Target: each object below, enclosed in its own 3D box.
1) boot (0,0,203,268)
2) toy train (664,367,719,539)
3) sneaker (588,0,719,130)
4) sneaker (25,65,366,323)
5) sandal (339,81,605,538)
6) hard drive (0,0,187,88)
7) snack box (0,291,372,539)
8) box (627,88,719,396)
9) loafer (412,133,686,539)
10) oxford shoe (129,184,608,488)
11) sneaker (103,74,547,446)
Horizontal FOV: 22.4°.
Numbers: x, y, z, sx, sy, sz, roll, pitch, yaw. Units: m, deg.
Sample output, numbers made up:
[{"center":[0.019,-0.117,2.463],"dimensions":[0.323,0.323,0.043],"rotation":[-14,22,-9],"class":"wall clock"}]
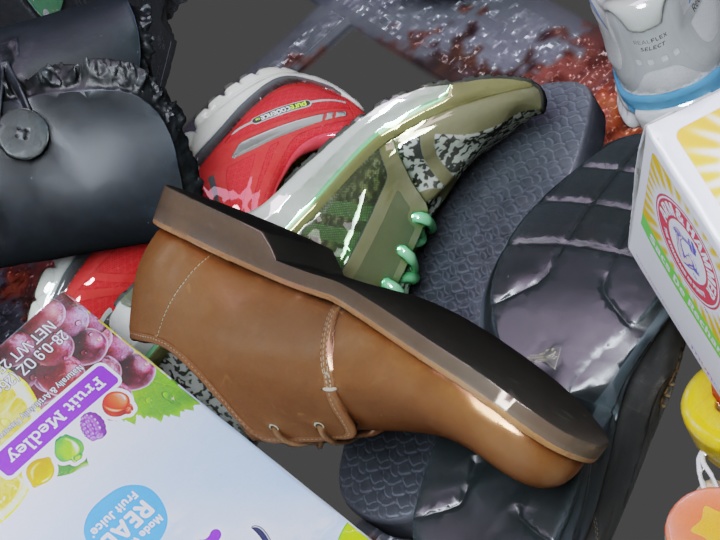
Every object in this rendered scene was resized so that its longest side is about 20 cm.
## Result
[{"center":[-0.142,-0.009,0.716],"dimensions":[0.168,0.076,0.200],"rotation":[-9,75,-14],"class":"boot"},{"center":[0.171,0.061,0.613],"dimensions":[0.150,0.056,0.200],"rotation":[9,60,34],"class":"toy train"},{"center":[0.125,-0.157,0.790],"dimensions":[0.075,0.087,0.200],"rotation":[-19,47,17],"class":"sneaker"},{"center":[-0.066,-0.005,0.786],"dimensions":[0.085,0.077,0.200],"rotation":[30,75,32],"class":"sneaker"},{"center":[0.046,0.014,0.736],"dimensions":[0.076,0.043,0.200],"rotation":[9,70,42],"class":"sandal"},{"center":[-0.151,-0.163,0.868],"dimensions":[0.038,0.200,0.140],"rotation":[-9,52,23],"class":"hard drive"},{"center":[-0.091,0.129,0.632],"dimensions":[0.200,0.068,0.169],"rotation":[36,64,19],"class":"snack box"},{"center":[0.177,0.029,0.545],"dimensions":[0.112,0.101,0.200],"rotation":[-27,70,-5],"class":"box"},{"center":[0.080,0.040,0.667],"dimensions":[0.073,0.072,0.200],"rotation":[15,63,30],"class":"loafer"},{"center":[-0.003,0.036,0.628],"dimensions":[0.200,0.071,0.071],"rotation":[25,94,37],"class":"oxford shoe"},{"center":[0.000,0.000,0.720],"dimensions":[0.200,0.077,0.089],"rotation":[-36,81,6],"class":"sneaker"}]
